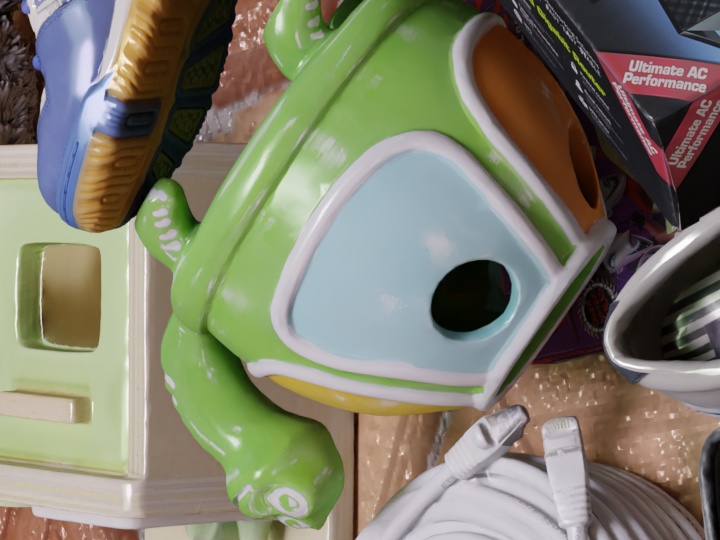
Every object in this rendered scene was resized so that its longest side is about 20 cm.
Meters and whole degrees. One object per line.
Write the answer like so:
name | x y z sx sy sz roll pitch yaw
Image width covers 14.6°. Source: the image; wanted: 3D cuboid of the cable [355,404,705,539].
cable | 0.059 0.164 1.006 0.200 0.069 0.200 -37 64 45

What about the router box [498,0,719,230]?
router box | 0.108 -0.130 0.882 0.200 0.150 0.062 56 173 33

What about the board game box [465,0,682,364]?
board game box | 0.089 -0.074 1.000 0.120 0.032 0.200 -18 77 53

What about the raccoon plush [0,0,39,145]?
raccoon plush | -0.164 -0.070 1.259 0.134 0.097 0.200 40 120 33

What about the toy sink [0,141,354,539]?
toy sink | -0.085 0.048 1.142 0.130 0.112 0.200 3 93 50

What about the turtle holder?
turtle holder | 0.002 -0.005 0.966 0.132 0.141 0.186 36 81 7

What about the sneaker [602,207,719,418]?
sneaker | 0.161 -0.010 0.864 0.200 0.071 0.073 -38 67 31

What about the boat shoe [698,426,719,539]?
boat shoe | 0.146 0.145 0.900 0.074 0.068 0.200 -9 84 50

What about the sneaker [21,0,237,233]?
sneaker | -0.087 -0.115 0.933 0.088 0.075 0.200 14 97 16
